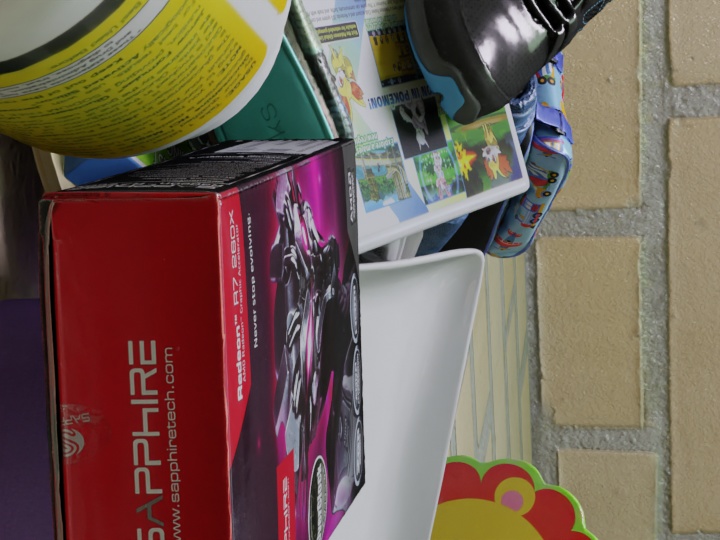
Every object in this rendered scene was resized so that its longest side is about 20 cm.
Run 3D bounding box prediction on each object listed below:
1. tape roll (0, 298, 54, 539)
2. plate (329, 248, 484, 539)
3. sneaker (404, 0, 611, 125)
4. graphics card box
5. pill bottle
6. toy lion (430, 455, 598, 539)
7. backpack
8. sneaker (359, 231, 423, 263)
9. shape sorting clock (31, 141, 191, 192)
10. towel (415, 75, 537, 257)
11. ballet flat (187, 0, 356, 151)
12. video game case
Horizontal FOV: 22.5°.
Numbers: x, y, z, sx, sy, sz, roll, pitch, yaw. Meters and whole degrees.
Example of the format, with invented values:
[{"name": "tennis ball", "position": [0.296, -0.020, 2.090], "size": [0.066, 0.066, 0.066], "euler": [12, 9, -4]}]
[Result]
[{"name": "tape roll", "position": [-0.085, 0.109, 0.592], "size": [0.200, 0.065, 0.201], "euler": [0, 90, -81]}, {"name": "plate", "position": [-0.021, 0.088, 0.794], "size": [0.200, 0.032, 0.201], "euler": [-6, 110, -58]}, {"name": "sneaker", "position": [0.084, -0.139, 0.814], "size": [0.073, 0.082, 0.200], "euler": [59, 40, -25]}, {"name": "graphics card box", "position": [-0.038, 0.029, 0.533], "size": [0.200, 0.051, 0.126], "euler": [-40, 129, -79]}, {"name": "pill bottle", "position": [-0.080, -0.091, 0.481], "size": [0.200, 0.112, 0.113], "euler": [33, 57, -79]}, {"name": "toy lion", "position": [0.034, 0.194, 0.921], "size": [0.069, 0.191, 0.201], "euler": [69, 23, -65]}, {"name": "backpack", "position": [0.058, -0.126, 1.213], "size": [0.183, 0.134, 0.201], "euler": [108, -18, -56]}, {"name": "sneaker", "position": [0.000, 0.000, 0.901], "size": [0.082, 0.075, 0.200], "euler": [-49, 171, -36]}, {"name": "shape sorting clock", "position": [-0.083, -0.076, 0.682], "size": [0.200, 0.039, 0.201], "euler": [-9, 90, -74]}, {"name": "towel", "position": [0.036, -0.074, 1.021], "size": [0.200, 0.048, 0.112], "euler": [-54, -129, 50]}, {"name": "ballet flat", "position": [-0.057, -0.108, 0.630], "size": [0.074, 0.074, 0.201], "euler": [-73, 152, -61]}, {"name": "video game case", "position": [0.002, -0.105, 0.776], "size": [0.200, 0.022, 0.183], "euler": [-21, 97, -58]}]
